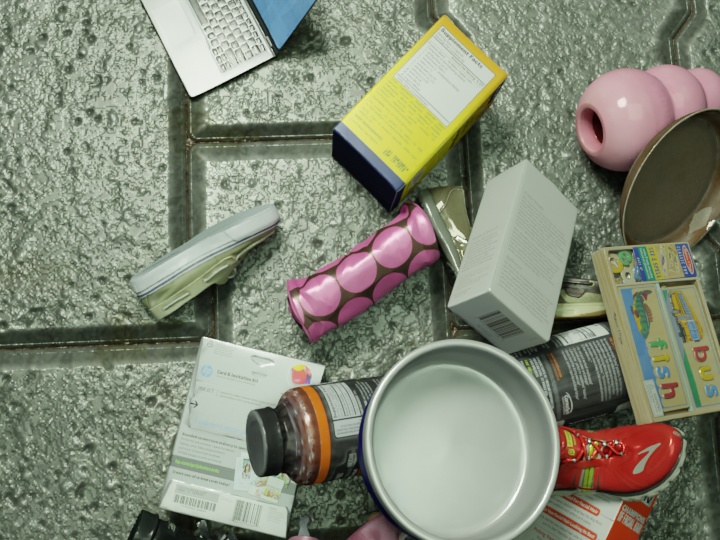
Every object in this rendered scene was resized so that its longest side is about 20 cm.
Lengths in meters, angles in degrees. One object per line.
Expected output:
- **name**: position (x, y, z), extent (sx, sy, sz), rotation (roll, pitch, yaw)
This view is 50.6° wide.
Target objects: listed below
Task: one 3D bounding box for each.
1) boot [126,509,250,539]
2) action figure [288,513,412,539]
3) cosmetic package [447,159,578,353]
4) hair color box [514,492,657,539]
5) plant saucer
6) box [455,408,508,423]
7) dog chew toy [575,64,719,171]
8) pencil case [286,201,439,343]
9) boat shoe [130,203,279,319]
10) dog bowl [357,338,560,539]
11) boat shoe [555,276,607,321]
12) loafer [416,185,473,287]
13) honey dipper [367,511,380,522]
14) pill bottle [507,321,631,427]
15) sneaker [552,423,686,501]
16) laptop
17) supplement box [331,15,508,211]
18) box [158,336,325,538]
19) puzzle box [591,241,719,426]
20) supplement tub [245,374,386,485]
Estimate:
- **boot**: position (-0.207, 0.375, 0.858), extent (0.161, 0.073, 0.200), rotation (26, 97, -13)
- **action figure**: position (-0.022, 0.348, 0.833), extent (0.197, 0.149, 0.136), rotation (-20, 99, -19)
- **cosmetic package**: position (0.181, -0.017, 0.887), extent (0.101, 0.071, 0.202), rotation (38, 53, -21)
- **hair color box**: position (0.245, 0.304, 0.869), extent (0.064, 0.110, 0.202), rotation (34, 81, -33)
- **plant saucer**: position (0.386, -0.104, 0.931), extent (0.199, 0.201, 0.032), rotation (-35, 40, -8)
- **box**: position (0.129, 0.252, 0.865), extent (0.063, 0.070, 0.204), rotation (0, 91, -7)
- **dog chew toy**: position (0.373, -0.200, 0.957), extent (0.197, 0.125, 0.126), rotation (-16, 82, -13)
- **pencil case**: position (0.000, 0.000, 0.922), extent (0.198, 0.094, 0.091), rotation (-32, 129, -8)
- **boat shoe**: position (-0.181, -0.013, 0.930), extent (0.198, 0.072, 0.063), rotation (-30, 108, -4)
- **dog bowl**: position (0.097, 0.177, 0.776), extent (0.196, 0.079, 0.204), rotation (2, 73, -7)
- **boat shoe**: position (0.315, 0.023, 0.940), extent (0.196, 0.073, 0.066), rotation (-6, 87, -4)
- **loafer**: position (0.137, -0.019, 0.935), extent (0.069, 0.075, 0.202), rotation (-24, 83, -2)
- **honey dipper**: position (0.087, 0.242, 0.916), extent (0.199, 0.038, 0.038), rotation (-38, 85, -4)
- **pill bottle**: position (0.259, 0.124, 0.904), extent (0.197, 0.106, 0.108), rotation (-13, 82, -5)
- **sneaker**: position (0.247, 0.202, 0.821), extent (0.085, 0.198, 0.078), rotation (37, 48, -32)
- **laptop**: position (-0.173, -0.358, 0.950), extent (0.198, 0.116, 0.189), rotation (-28, 83, -7)
- **supplement box**: position (0.069, -0.189, 0.941), extent (0.109, 0.110, 0.200), rotation (44, 82, 4)
- **box**: position (-0.137, 0.195, 0.905), extent (0.153, 0.041, 0.203), rotation (13, 82, -2)
- **puzzle box**: position (0.347, 0.068, 0.871), extent (0.131, 0.025, 0.203), rotation (-4, 73, -24)
- **supplement tub**: position (-0.025, 0.178, 0.852), extent (0.197, 0.107, 0.109), rotation (-4, 81, -25)
